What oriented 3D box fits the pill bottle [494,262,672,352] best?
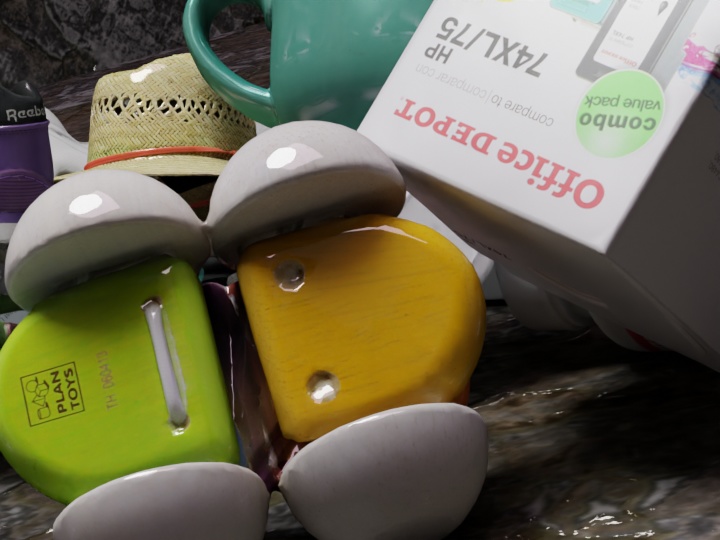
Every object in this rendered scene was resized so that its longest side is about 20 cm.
[{"bbox_3d":[0.167,-0.019,1.059,0.199,0.111,0.111,-5,13,34],"label":"pill bottle"}]

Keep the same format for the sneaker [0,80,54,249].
[{"bbox_3d":[-0.227,-0.070,1.116,0.199,0.088,0.076,11,15,32],"label":"sneaker"}]

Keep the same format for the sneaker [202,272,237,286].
[{"bbox_3d":[-0.032,0.037,1.071,0.077,0.084,0.200,-21,13,-35],"label":"sneaker"}]

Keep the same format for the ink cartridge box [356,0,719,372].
[{"bbox_3d":[0.129,-0.086,0.948,0.146,0.201,0.146,26,-7,39],"label":"ink cartridge box"}]

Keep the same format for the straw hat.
[{"bbox_3d":[-0.098,-0.069,1.187,0.200,0.086,0.201,-2,-11,0],"label":"straw hat"}]

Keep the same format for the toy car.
[{"bbox_3d":[-0.047,0.049,0.911,0.199,0.176,0.150,-14,-24,-6],"label":"toy car"}]

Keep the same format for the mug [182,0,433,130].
[{"bbox_3d":[0.019,-0.100,1.129,0.184,0.115,0.152,-13,-25,39],"label":"mug"}]

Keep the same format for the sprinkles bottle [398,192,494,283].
[{"bbox_3d":[0.000,0.000,1.145,0.068,0.069,0.200,-17,-4,-24],"label":"sprinkles bottle"}]

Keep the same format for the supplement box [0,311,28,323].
[{"bbox_3d":[-0.257,0.000,1.404,0.101,0.104,0.200,-38,11,-1],"label":"supplement box"}]

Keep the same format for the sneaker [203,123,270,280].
[{"bbox_3d":[-0.037,-0.040,1.291,0.199,0.100,0.071,-14,24,26],"label":"sneaker"}]

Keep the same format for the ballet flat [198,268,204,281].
[{"bbox_3d":[-0.120,0.042,1.052,0.069,0.070,0.200,-10,33,12],"label":"ballet flat"}]

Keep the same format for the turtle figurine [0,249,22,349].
[{"bbox_3d":[-0.195,0.048,1.138,0.193,0.145,0.200,0,14,-39],"label":"turtle figurine"}]

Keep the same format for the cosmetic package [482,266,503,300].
[{"bbox_3d":[0.115,-0.094,1.262,0.199,0.200,0.123,-2,15,42],"label":"cosmetic package"}]

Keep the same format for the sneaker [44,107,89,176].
[{"bbox_3d":[-0.154,-0.043,1.363,0.199,0.075,0.087,8,33,-46],"label":"sneaker"}]
